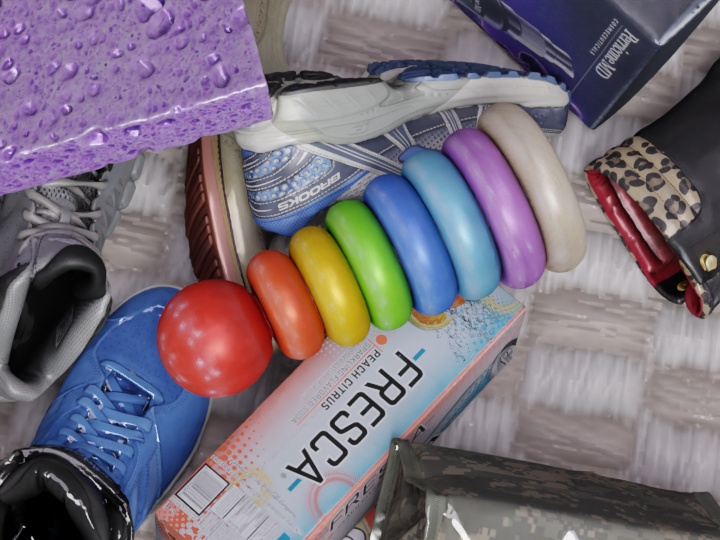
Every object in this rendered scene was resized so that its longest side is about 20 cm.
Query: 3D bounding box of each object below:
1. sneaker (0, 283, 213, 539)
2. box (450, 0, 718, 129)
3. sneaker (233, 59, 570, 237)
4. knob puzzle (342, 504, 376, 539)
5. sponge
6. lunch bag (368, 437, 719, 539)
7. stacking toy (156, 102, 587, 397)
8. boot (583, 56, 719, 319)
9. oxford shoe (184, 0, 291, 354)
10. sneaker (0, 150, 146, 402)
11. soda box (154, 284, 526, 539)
[{"bbox_3d":[-0.122,0.089,1.076,0.077,0.111,0.200,30,75,-1],"label":"sneaker"},{"bbox_3d":[0.093,-0.188,1.150,0.200,0.148,0.104,43,76,5],"label":"box"},{"bbox_3d":[0.020,-0.058,1.139,0.200,0.077,0.085,-8,105,-35],"label":"sneaker"},{"bbox_3d":[-0.013,0.207,1.105,0.219,0.030,0.220,2,76,-7],"label":"knob puzzle"},{"bbox_3d":[-0.148,-0.092,1.065,0.199,0.030,0.112,-15,56,-2],"label":"sponge"},{"bbox_3d":[0.073,0.193,1.044,0.164,0.118,0.201,11,100,-11],"label":"lunch bag"},{"bbox_3d":[0.000,0.000,1.062,0.200,0.085,0.086,-26,81,-8],"label":"stacking toy"},{"bbox_3d":[0.223,-0.025,1.166,0.150,0.073,0.200,-34,79,-14],"label":"boot"},{"bbox_3d":[-0.051,-0.052,1.142,0.074,0.071,0.201,-5,79,-15],"label":"oxford shoe"},{"bbox_3d":[-0.133,-0.029,1.082,0.075,0.115,0.201,14,90,-20],"label":"sneaker"},{"bbox_3d":[-0.009,0.078,1.102,0.064,0.068,0.200,40,69,14],"label":"soda box"}]
